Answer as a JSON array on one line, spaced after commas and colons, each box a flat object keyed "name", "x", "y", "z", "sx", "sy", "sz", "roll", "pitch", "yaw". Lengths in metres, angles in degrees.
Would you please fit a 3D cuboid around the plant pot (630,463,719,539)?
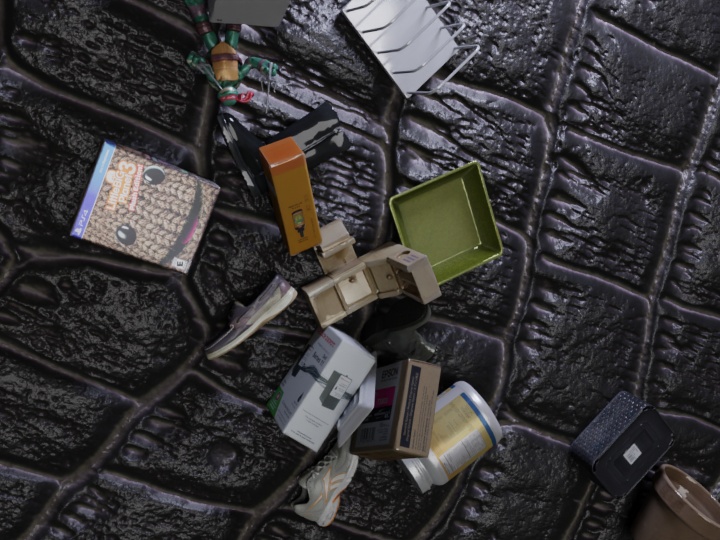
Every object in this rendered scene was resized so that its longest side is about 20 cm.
[{"name": "plant pot", "x": 0.723, "y": 0.581, "z": 1.822, "sx": 0.199, "sy": 0.201, "sz": 0.175, "roll": 29, "pitch": 108, "yaw": -23}]

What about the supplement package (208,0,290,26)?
[{"name": "supplement package", "x": -0.178, "y": -0.506, "z": 1.238, "sx": 0.118, "sy": 0.121, "sz": 0.202, "roll": -2, "pitch": 81, "yaw": -20}]

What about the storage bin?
[{"name": "storage bin", "x": 0.586, "y": 0.390, "z": 1.767, "sx": 0.200, "sy": 0.094, "sz": 0.135, "roll": -45, "pitch": 113, "yaw": -6}]

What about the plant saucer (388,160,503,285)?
[{"name": "plant saucer", "x": 0.160, "y": -0.086, "z": 1.529, "sx": 0.198, "sy": 0.048, "sz": 0.202, "roll": -24, "pitch": 109, "yaw": -13}]

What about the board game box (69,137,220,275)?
[{"name": "board game box", "x": -0.358, "y": -0.106, "z": 1.310, "sx": 0.198, "sy": 0.097, "sz": 0.161, "roll": 20, "pitch": 95, "yaw": -23}]

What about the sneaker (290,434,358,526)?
[{"name": "sneaker", "x": -0.071, "y": 0.401, "z": 1.543, "sx": 0.091, "sy": 0.076, "sz": 0.202, "roll": 21, "pitch": 93, "yaw": -18}]

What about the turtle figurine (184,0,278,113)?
[{"name": "turtle figurine", "x": -0.224, "y": -0.350, "z": 1.303, "sx": 0.149, "sy": 0.100, "sz": 0.202, "roll": -11, "pitch": 91, "yaw": -32}]

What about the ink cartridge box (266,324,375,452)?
[{"name": "ink cartridge box", "x": -0.075, "y": 0.208, "z": 1.457, "sx": 0.083, "sy": 0.146, "sz": 0.201, "roll": 34, "pitch": 88, "yaw": -21}]

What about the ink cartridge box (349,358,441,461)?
[{"name": "ink cartridge box", "x": 0.062, "y": 0.263, "z": 1.465, "sx": 0.074, "sy": 0.200, "sz": 0.166, "roll": 17, "pitch": 69, "yaw": -20}]

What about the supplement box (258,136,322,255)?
[{"name": "supplement box", "x": -0.120, "y": -0.126, "z": 1.369, "sx": 0.066, "sy": 0.069, "sz": 0.201, "roll": -22, "pitch": 132, "yaw": -14}]

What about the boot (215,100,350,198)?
[{"name": "boot", "x": -0.133, "y": -0.239, "z": 1.374, "sx": 0.199, "sy": 0.066, "sz": 0.166, "roll": -28, "pitch": 122, "yaw": -6}]

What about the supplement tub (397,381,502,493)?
[{"name": "supplement tub", "x": 0.166, "y": 0.333, "z": 1.573, "sx": 0.199, "sy": 0.145, "sz": 0.145, "roll": -35, "pitch": 111, "yaw": -9}]

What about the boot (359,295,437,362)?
[{"name": "boot", "x": 0.100, "y": 0.122, "z": 1.494, "sx": 0.130, "sy": 0.200, "sz": 0.068, "roll": 32, "pitch": 55, "yaw": -21}]

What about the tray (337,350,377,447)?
[{"name": "tray", "x": -0.010, "y": 0.228, "z": 1.448, "sx": 0.022, "sy": 0.200, "sz": 0.108, "roll": 32, "pitch": 111, "yaw": -11}]

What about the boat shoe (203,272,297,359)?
[{"name": "boat shoe", "x": -0.208, "y": 0.082, "z": 1.425, "sx": 0.199, "sy": 0.072, "sz": 0.065, "roll": -38, "pitch": 99, "yaw": -5}]

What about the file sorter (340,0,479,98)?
[{"name": "file sorter", "x": 0.092, "y": -0.427, "z": 1.387, "sx": 0.139, "sy": 0.124, "sz": 0.200, "roll": -44, "pitch": 112, "yaw": -6}]

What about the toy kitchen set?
[{"name": "toy kitchen set", "x": 0.000, "y": 0.000, "z": 1.419, "sx": 0.199, "sy": 0.180, "sz": 0.164, "roll": -28, "pitch": 109, "yaw": -13}]
